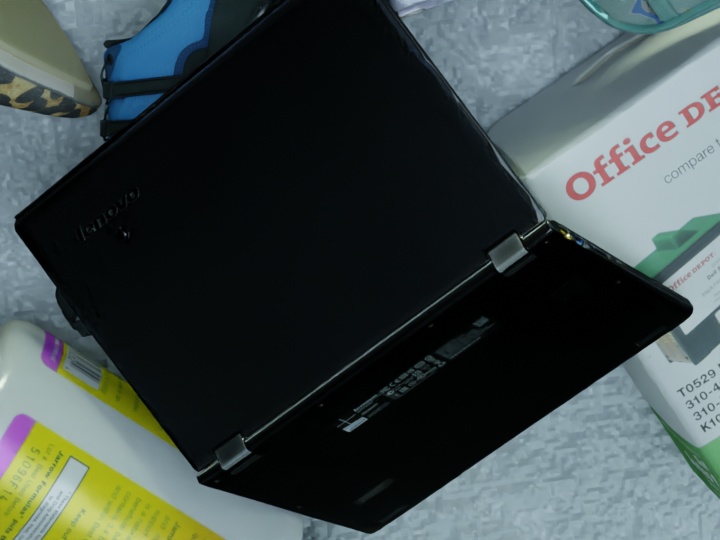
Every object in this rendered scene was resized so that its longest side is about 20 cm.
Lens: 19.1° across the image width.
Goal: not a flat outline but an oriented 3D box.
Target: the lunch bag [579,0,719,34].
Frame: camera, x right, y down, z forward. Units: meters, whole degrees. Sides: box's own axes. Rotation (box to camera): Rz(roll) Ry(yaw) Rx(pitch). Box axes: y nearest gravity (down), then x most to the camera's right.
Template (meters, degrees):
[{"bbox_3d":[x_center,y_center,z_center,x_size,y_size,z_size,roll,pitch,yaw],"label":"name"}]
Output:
[{"bbox_3d":[0.119,-0.194,0.836,0.160,0.077,0.200,-23,106,34],"label":"lunch bag"}]

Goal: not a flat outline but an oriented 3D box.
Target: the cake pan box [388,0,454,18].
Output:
[{"bbox_3d":[0.070,-0.224,0.914,0.200,0.052,0.184,-20,104,-4],"label":"cake pan box"}]

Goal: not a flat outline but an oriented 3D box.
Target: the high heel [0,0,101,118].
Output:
[{"bbox_3d":[-0.222,-0.096,0.911,0.143,0.071,0.200,-35,127,30],"label":"high heel"}]

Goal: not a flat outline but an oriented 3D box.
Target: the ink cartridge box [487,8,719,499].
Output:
[{"bbox_3d":[0.170,-0.013,0.964,0.146,0.084,0.200,-36,107,1],"label":"ink cartridge box"}]

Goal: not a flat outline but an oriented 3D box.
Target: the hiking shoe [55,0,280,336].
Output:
[{"bbox_3d":[-0.081,-0.061,0.923,0.087,0.074,0.200,43,113,15],"label":"hiking shoe"}]

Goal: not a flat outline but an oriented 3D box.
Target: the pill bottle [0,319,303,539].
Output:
[{"bbox_3d":[-0.098,0.114,0.944,0.200,0.104,0.104,34,97,-15],"label":"pill bottle"}]

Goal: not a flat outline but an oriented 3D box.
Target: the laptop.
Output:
[{"bbox_3d":[0.000,0.000,0.895,0.187,0.116,0.200,-36,146,21],"label":"laptop"}]
